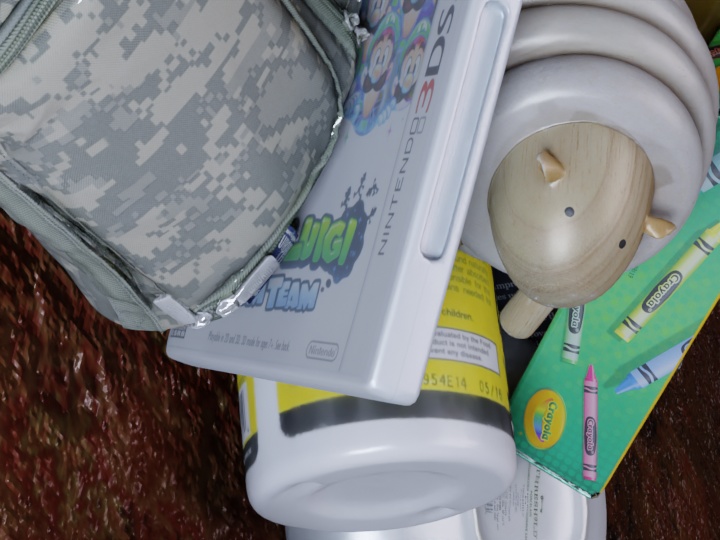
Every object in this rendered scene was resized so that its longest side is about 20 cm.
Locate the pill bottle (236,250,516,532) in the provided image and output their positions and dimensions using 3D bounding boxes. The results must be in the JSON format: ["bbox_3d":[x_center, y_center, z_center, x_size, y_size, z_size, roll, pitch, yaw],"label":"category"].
[{"bbox_3d":[0.000,0.000,0.890,0.114,0.113,0.202,37,43,-60],"label":"pill bottle"}]

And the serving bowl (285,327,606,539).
[{"bbox_3d":[0.055,0.112,0.983,0.199,0.065,0.202,11,74,-45],"label":"serving bowl"}]

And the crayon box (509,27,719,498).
[{"bbox_3d":[0.137,-0.011,0.924,0.119,0.058,0.201,-50,168,-54],"label":"crayon box"}]

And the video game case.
[{"bbox_3d":[-0.008,-0.048,0.771,0.024,0.200,0.184,17,84,-24],"label":"video game case"}]

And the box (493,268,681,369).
[{"bbox_3d":[0.076,-0.048,1.059,0.105,0.147,0.201,-67,143,-52],"label":"box"}]

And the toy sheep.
[{"bbox_3d":[0.071,-0.062,0.795,0.201,0.137,0.138,-95,162,-47],"label":"toy sheep"}]

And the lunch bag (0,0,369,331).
[{"bbox_3d":[-0.088,-0.088,0.698,0.200,0.138,0.169,46,52,-57],"label":"lunch bag"}]

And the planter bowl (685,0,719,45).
[{"bbox_3d":[0.071,-0.168,0.916,0.199,0.083,0.202,-4,99,-26],"label":"planter bowl"}]
